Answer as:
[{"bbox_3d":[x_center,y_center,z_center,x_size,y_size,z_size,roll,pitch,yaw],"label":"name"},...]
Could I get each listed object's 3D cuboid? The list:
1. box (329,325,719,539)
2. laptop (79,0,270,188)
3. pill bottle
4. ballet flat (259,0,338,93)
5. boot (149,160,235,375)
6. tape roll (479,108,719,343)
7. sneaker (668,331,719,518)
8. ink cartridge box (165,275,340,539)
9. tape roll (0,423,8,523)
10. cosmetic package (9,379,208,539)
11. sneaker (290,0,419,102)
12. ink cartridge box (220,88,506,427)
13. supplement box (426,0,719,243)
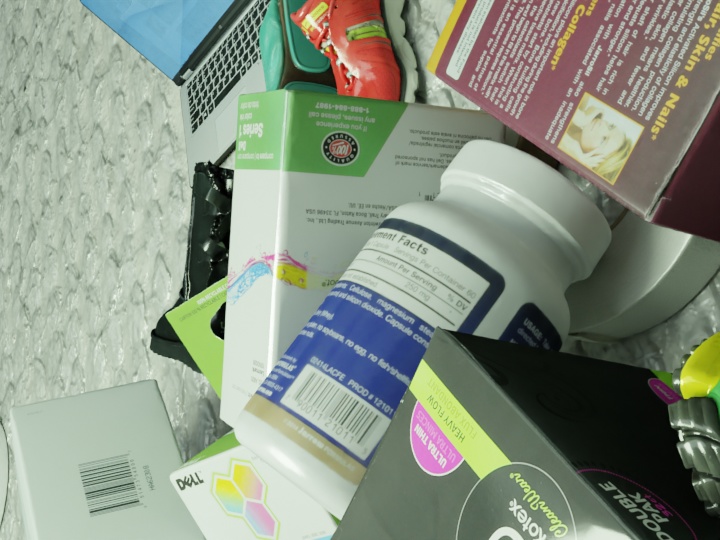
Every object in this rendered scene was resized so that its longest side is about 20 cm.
[{"bbox_3d":[0.116,0.124,0.500,0.149,0.200,0.124,47,118,50],"label":"box"},{"bbox_3d":[-0.164,-0.215,1.064,0.187,0.116,0.200,-39,50,42],"label":"laptop"},{"bbox_3d":[0.036,0.037,0.598,0.200,0.116,0.116,-53,34,-11],"label":"pill bottle"},{"bbox_3d":[-0.047,-0.139,0.932,0.070,0.067,0.200,127,144,-54],"label":"ballet flat"},{"bbox_3d":[-0.122,-0.005,0.943,0.198,0.073,0.163,-173,86,-68],"label":"boot"},{"bbox_3d":[0.136,-0.059,0.668,0.203,0.037,0.203,-19,66,50],"label":"tape roll"},{"bbox_3d":[0.194,0.034,0.451,0.085,0.200,0.078,-14,103,36],"label":"sneaker"},{"bbox_3d":[-0.072,0.109,0.790,0.148,0.076,0.200,-28,94,47],"label":"ink cartridge box"},{"bbox_3d":[-0.509,0.272,1.440,0.202,0.071,0.203,-22,63,51],"label":"tape roll"},{"bbox_3d":[-0.196,0.233,0.915,0.199,0.123,0.200,-118,25,-43],"label":"cosmetic package"},{"bbox_3d":[-0.013,-0.169,0.866,0.077,0.085,0.200,-32,55,46],"label":"sneaker"},{"bbox_3d":[0.000,0.000,0.688,0.084,0.145,0.200,12,99,63],"label":"ink cartridge box"},{"bbox_3d":[0.134,-0.105,0.579,0.200,0.086,0.110,46,117,50],"label":"supplement box"}]
